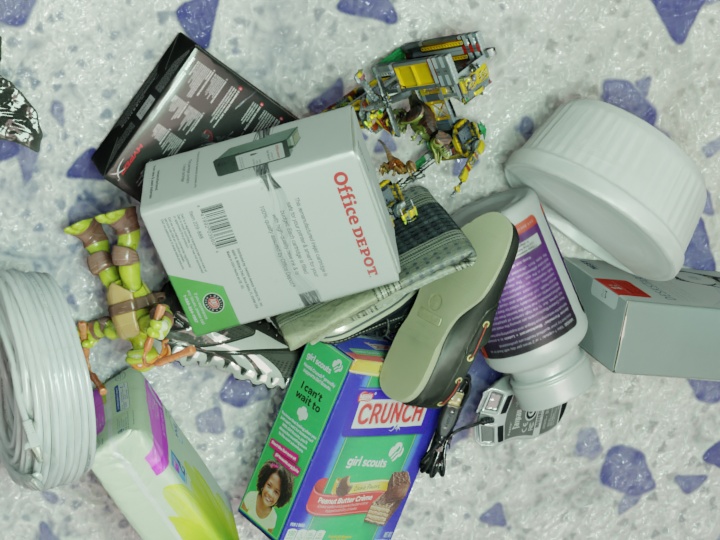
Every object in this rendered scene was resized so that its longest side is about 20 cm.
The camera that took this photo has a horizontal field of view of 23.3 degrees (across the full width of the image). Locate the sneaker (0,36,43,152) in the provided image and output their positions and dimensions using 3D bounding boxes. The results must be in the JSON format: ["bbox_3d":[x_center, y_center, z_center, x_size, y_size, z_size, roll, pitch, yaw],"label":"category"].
[{"bbox_3d":[-0.380,-0.157,1.532,0.198,0.060,0.105,-3,103,-22],"label":"sneaker"}]

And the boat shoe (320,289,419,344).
[{"bbox_3d":[0.021,0.037,1.686,0.199,0.074,0.063,-29,123,-50],"label":"boat shoe"}]

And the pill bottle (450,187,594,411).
[{"bbox_3d":[0.157,0.031,1.715,0.111,0.111,0.202,-26,102,-9],"label":"pill bottle"}]

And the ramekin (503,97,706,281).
[{"bbox_3d":[0.246,-0.084,1.702,0.202,0.202,0.095,39,79,-25],"label":"ramekin"}]

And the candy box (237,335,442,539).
[{"bbox_3d":[-0.010,0.168,1.721,0.168,0.077,0.202,10,105,-48],"label":"candy box"}]

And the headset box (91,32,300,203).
[{"bbox_3d":[-0.126,-0.101,1.629,0.199,0.075,0.149,34,94,-25],"label":"headset box"}]

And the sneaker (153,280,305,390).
[{"bbox_3d":[-0.115,0.058,1.687,0.198,0.067,0.091,14,106,-20],"label":"sneaker"}]

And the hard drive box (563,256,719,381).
[{"bbox_3d":[0.319,0.052,1.786,0.198,0.156,0.078,4,105,-21],"label":"hard drive box"}]

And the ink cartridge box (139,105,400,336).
[{"bbox_3d":[-0.077,-0.043,1.547,0.198,0.084,0.147,-15,125,8],"label":"ink cartridge box"}]

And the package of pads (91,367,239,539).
[{"bbox_3d":[-0.188,0.205,1.662,0.068,0.155,0.201,-30,112,2],"label":"package of pads"}]

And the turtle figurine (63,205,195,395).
[{"bbox_3d":[-0.210,0.025,1.604,0.064,0.199,0.163,-18,94,-34],"label":"turtle figurine"}]

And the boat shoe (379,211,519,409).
[{"bbox_3d":[0.092,0.038,1.640,0.063,0.074,0.203,20,103,-45],"label":"boat shoe"}]

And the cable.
[{"bbox_3d":[-0.294,0.097,1.568,0.069,0.200,0.202,-7,86,-22],"label":"cable"}]

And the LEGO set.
[{"bbox_3d":[0.063,-0.135,1.624,0.199,0.115,0.155,-30,109,-42],"label":"LEGO set"}]

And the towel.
[{"bbox_3d":[0.000,0.000,1.633,0.198,0.193,0.035,-26,115,-3],"label":"towel"}]

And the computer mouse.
[{"bbox_3d":[0.139,0.145,1.791,0.199,0.044,0.111,-7,115,-45],"label":"computer mouse"}]
